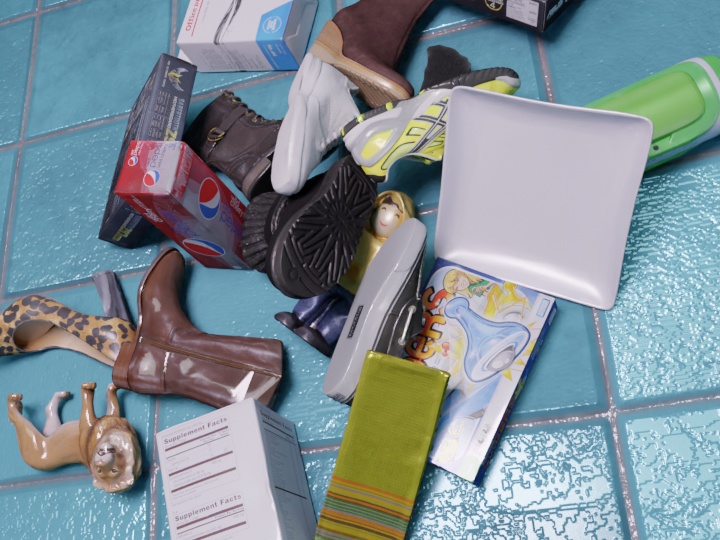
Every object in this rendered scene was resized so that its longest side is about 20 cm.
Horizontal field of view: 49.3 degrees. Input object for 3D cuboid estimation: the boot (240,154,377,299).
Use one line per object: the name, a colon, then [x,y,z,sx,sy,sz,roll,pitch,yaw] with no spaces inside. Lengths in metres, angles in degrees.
boot: [-0.079,-0.031,0.839,0.158,0.079,0.211,-18,26,36]

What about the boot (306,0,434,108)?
boot: [0.037,-0.289,0.957,0.166,0.072,0.200,-46,49,-5]

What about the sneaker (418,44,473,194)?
sneaker: [0.104,-0.174,0.906,0.104,0.060,0.200,7,66,23]

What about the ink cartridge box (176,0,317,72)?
ink cartridge box: [-0.170,-0.336,1.063,0.200,0.068,0.116,4,69,21]

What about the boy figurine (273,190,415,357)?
boy figurine: [0.000,0.000,0.862,0.124,0.064,0.200,37,85,32]

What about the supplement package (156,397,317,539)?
supplement package: [-0.112,0.245,0.765,0.109,0.114,0.200,-22,61,8]

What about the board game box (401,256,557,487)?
board game box: [0.099,0.098,0.800,0.135,0.034,0.200,20,76,25]

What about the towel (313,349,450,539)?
towel: [0.020,0.182,0.747,0.086,0.018,0.200,15,92,-3]

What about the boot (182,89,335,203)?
boot: [-0.126,-0.184,0.985,0.200,0.069,0.174,-44,56,-8]

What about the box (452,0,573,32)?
box: [0.177,-0.376,0.949,0.200,0.049,0.161,30,60,27]

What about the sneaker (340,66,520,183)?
sneaker: [0.081,-0.157,0.839,0.200,0.075,0.076,-23,96,-2]

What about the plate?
plate: [0.177,-0.076,0.792,0.200,0.200,0.032,16,30,24]

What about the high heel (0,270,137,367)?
high heel: [-0.368,0.094,0.940,0.200,0.071,0.143,-27,55,-4]

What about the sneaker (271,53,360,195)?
sneaker: [-0.040,-0.156,0.857,0.088,0.075,0.200,22,52,-15]

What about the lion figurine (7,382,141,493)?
lion figurine: [-0.330,0.195,0.897,0.200,0.072,0.123,-12,76,30]

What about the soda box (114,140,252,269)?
soda box: [-0.184,-0.068,0.876,0.070,0.200,0.063,4,68,20]

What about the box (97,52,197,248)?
box: [-0.265,-0.144,0.973,0.158,0.051,0.200,-30,48,57]

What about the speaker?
speaker: [0.282,-0.147,0.815,0.200,0.088,0.089,-24,62,8]

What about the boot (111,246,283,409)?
boot: [-0.163,0.069,0.892,0.200,0.064,0.187,7,71,19]

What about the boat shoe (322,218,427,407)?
boat shoe: [0.029,0.046,0.794,0.200,0.064,0.071,-66,20,-8]
